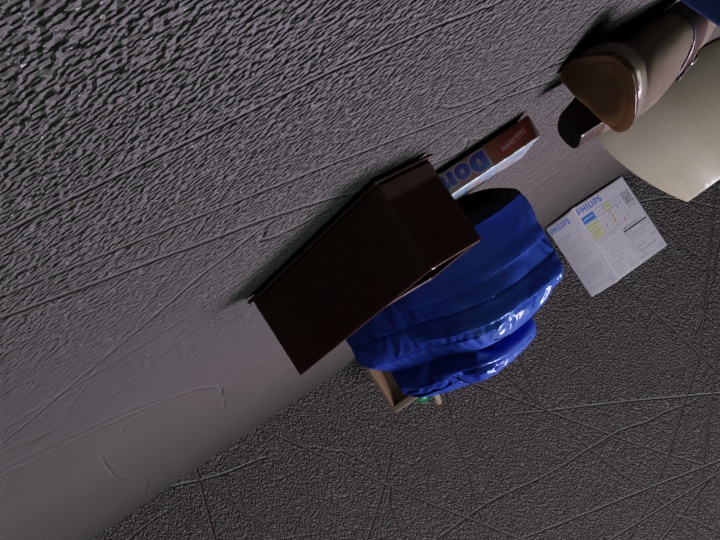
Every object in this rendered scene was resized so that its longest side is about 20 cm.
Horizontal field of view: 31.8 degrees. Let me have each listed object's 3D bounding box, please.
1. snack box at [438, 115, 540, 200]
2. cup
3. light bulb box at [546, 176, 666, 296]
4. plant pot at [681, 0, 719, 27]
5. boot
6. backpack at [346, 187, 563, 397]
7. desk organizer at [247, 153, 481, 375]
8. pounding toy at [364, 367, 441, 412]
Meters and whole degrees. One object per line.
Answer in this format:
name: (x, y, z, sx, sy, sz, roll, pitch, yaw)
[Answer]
snack box: (0.067, -0.066, 1.113, 0.199, 0.024, 0.072, -34, 175, -10)
cup: (0.418, -0.176, 1.615, 0.199, 0.144, 0.200, -34, 173, -4)
light bulb box: (0.589, -0.082, 3.031, 0.197, 0.201, 0.125, -30, 175, -31)
plant pot: (0.177, -0.146, 0.339, 0.199, 0.181, 0.200, -28, 170, -46)
boot: (0.233, -0.174, 1.026, 0.146, 0.070, 0.200, -40, 176, -11)
backpack: (0.097, 0.018, 1.208, 0.199, 0.169, 0.162, -28, -172, 45)
desk organizer: (0.000, 0.000, 1.005, 0.071, 0.077, 0.200, -28, 171, -44)
pounding toy: (0.122, 0.226, 2.877, 0.141, 0.201, 0.184, -30, 173, -33)
